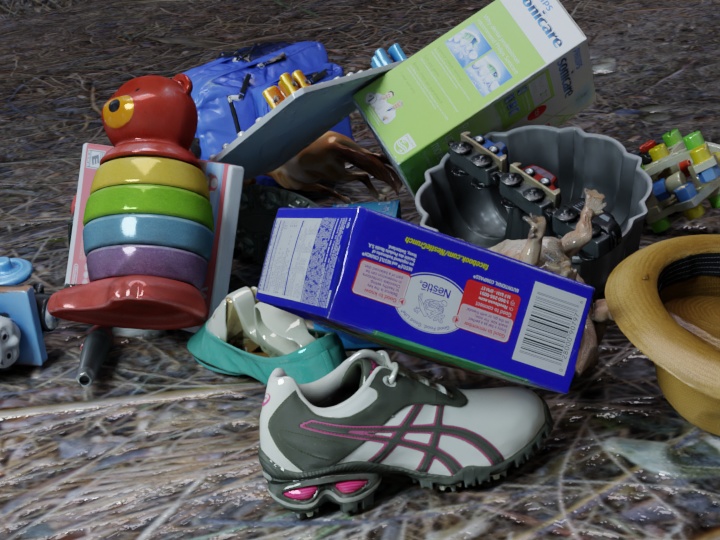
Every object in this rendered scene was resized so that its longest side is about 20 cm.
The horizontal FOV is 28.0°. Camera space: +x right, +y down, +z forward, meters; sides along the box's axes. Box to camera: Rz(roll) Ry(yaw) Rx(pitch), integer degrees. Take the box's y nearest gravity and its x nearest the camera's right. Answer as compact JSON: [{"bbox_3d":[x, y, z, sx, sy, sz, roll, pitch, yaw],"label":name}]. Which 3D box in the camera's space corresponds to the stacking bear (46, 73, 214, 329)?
[{"bbox_3d":[-0.172,-0.060,1.163,0.121,0.201,0.113,-9,-17,39],"label":"stacking bear"}]

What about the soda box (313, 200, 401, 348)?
[{"bbox_3d":[0.000,0.000,1.227,0.064,0.068,0.200,-3,18,7],"label":"soda box"}]

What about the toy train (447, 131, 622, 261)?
[{"bbox_3d":[0.140,-0.066,1.181,0.046,0.034,0.200,-26,41,-25],"label":"toy train"}]

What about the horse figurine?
[{"bbox_3d":[-0.037,-0.101,1.461,0.132,0.050,0.200,26,-19,-31],"label":"horse figurine"}]

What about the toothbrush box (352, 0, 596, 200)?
[{"bbox_3d":[0.109,-0.158,1.326,0.199,0.086,0.146,-35,-20,1],"label":"toothbrush box"}]

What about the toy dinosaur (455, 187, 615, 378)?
[{"bbox_3d":[0.138,0.029,1.063,0.085,0.136,0.201,4,40,-23],"label":"toy dinosaur"}]

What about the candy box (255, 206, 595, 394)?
[{"bbox_3d":[0.034,0.017,0.962,0.168,0.078,0.200,19,-3,-16],"label":"candy box"}]

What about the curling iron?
[{"bbox_3d":[-0.224,0.055,1.180,0.049,0.026,0.200,21,15,-16],"label":"curling iron"}]

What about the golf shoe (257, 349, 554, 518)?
[{"bbox_3d":[0.032,0.093,0.913,0.199,0.089,0.077,-10,17,-20],"label":"golf shoe"}]

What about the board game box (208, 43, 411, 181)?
[{"bbox_3d":[-0.071,-0.131,1.299,0.200,0.026,0.200,-34,-4,35],"label":"board game box"}]

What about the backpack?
[{"bbox_3d":[-0.118,-0.164,1.584,0.199,0.164,0.167,-21,14,-34],"label":"backpack"}]

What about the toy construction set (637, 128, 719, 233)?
[{"bbox_3d":[0.323,-0.098,1.398,0.131,0.093,0.199,-22,-4,39],"label":"toy construction set"}]

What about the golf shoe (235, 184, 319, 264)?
[{"bbox_3d":[-0.102,-0.054,1.416,0.199,0.079,0.097,7,16,29],"label":"golf shoe"}]

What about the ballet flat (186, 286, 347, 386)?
[{"bbox_3d":[-0.072,0.049,1.094,0.067,0.071,0.200,-22,24,-31],"label":"ballet flat"}]

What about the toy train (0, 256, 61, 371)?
[{"bbox_3d":[-0.346,0.044,1.175,0.199,0.087,0.114,2,29,15],"label":"toy train"}]

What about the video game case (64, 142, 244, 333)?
[{"bbox_3d":[-0.183,-0.030,1.253,0.199,0.144,0.017,11,5,41],"label":"video game case"}]

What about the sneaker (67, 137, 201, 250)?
[{"bbox_3d":[-0.217,-0.063,1.363,0.200,0.071,0.098,-35,33,41],"label":"sneaker"}]

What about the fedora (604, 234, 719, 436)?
[{"bbox_3d":[0.252,0.054,0.947,0.199,0.082,0.201,2,34,-1],"label":"fedora"}]

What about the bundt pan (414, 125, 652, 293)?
[{"bbox_3d":[0.149,-0.039,1.232,0.200,0.076,0.202,-6,39,5],"label":"bundt pan"}]
